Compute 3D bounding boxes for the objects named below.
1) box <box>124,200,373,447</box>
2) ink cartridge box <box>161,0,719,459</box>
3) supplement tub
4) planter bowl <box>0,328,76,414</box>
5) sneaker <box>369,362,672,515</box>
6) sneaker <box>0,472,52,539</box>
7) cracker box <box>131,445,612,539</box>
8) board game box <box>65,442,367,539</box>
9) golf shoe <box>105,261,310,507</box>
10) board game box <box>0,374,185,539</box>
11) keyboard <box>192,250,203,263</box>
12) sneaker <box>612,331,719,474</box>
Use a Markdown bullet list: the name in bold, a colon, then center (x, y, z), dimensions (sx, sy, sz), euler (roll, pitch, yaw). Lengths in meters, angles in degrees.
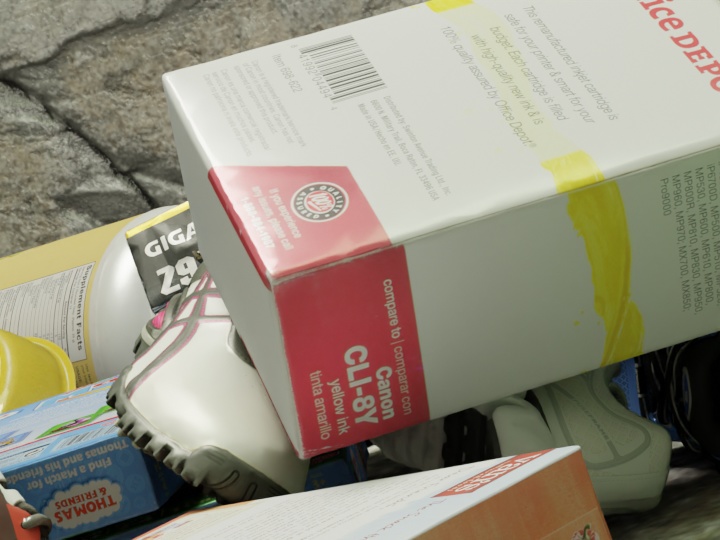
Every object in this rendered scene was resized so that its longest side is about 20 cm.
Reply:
- **box**: center (0.004, 0.009, 1.308), dimensions (0.160, 0.049, 0.200), euler (-25, -31, 7)
- **ink cartridge box**: center (0.048, -0.030, 1.019), dimensions (0.200, 0.083, 0.145), euler (-17, 35, -9)
- **supplement tub**: center (-0.117, 0.047, 1.489), dimensions (0.200, 0.146, 0.145), euler (-15, 6, 39)
- **planter bowl**: center (-0.238, 0.082, 1.370), dimensions (0.200, 0.083, 0.200), euler (-29, 31, 19)
- **sneaker**: center (0.050, 0.043, 1.078), dimensions (0.081, 0.075, 0.200), euler (-4, 26, -18)
- **sneaker**: center (-0.145, 0.095, 1.024), dimensions (0.082, 0.200, 0.077), euler (-6, -34, 1)
- **cracker box**: center (-0.033, 0.112, 0.887), dimensions (0.134, 0.058, 0.200), euler (-23, 5, -40)
- **board game box**: center (-0.072, 0.103, 1.212), dimensions (0.151, 0.037, 0.200), euler (-19, 4, 1)
- **golf shoe**: center (-0.042, 0.029, 1.077), dimensions (0.088, 0.077, 0.200), euler (-53, 14, 13)
- **board game box**: center (-0.132, 0.081, 1.171), dimensions (0.151, 0.037, 0.200), euler (-18, 6, 12)
- **keyboard**: center (0.000, 0.000, 1.227), dimensions (0.127, 0.021, 0.200), euler (-21, -31, -2)
- **sneaker**: center (0.134, 0.031, 1.063), dimensions (0.089, 0.079, 0.200), euler (-19, 4, -41)
